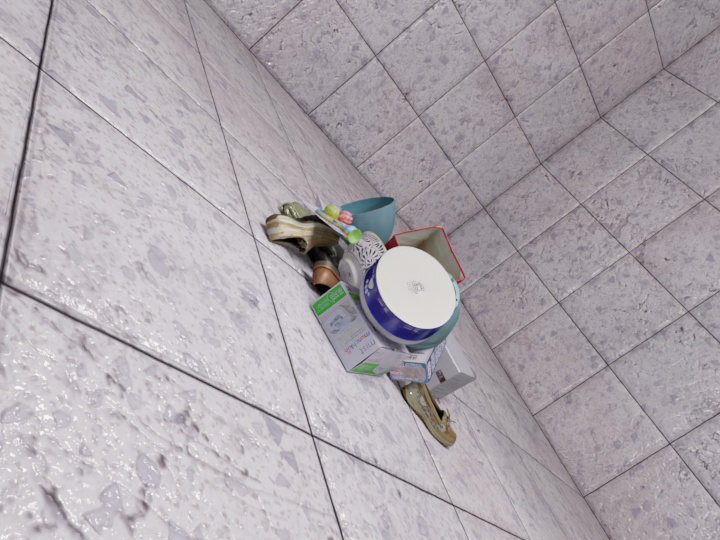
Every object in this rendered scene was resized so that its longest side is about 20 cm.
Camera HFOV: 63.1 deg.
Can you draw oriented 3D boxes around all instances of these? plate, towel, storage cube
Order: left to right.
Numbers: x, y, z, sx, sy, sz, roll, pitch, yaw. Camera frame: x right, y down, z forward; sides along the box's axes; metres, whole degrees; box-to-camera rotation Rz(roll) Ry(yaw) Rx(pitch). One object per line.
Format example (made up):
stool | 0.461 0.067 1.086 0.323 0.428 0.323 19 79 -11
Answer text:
towel | -0.138 -0.107 1.616 0.201 0.036 0.148 53 11 -3
plate | -0.083 -0.108 1.776 0.201 0.032 0.200 58 6 -33
storage cube | 0.149 0.000 1.634 0.198 0.180 0.172 -13 72 -33

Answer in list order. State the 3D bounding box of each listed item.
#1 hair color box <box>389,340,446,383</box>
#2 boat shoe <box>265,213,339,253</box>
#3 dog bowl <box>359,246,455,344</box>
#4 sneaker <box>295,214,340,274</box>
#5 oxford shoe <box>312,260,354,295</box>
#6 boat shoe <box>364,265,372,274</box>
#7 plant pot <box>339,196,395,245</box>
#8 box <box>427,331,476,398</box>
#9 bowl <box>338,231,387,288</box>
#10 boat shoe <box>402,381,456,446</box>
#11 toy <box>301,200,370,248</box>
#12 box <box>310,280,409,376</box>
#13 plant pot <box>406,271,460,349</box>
hair color box | 0.148 0.205 1.492 0.200 0.099 0.061 -47 134 -59
boat shoe | -0.134 -0.073 1.387 0.198 0.072 0.077 8 60 -33
dog bowl | 0.102 0.051 1.260 0.198 0.079 0.202 14 56 -21
sneaker | -0.084 -0.065 1.500 0.200 0.113 0.076 57 -26 23
oxford shoe | -0.055 0.062 1.419 0.200 0.071 0.072 43 42 -39
boat shoe | 0.053 0.053 1.355 0.057 0.067 0.201 45 14 -50
plant pot | 0.017 -0.129 1.759 0.200 0.198 0.136 -88 166 -72
box | 0.212 0.244 1.676 0.200 0.130 0.200 31 29 -61
bowl | 0.000 0.000 1.612 0.201 0.093 0.203 38 -44 51
boat shoe | 0.184 0.353 1.455 0.200 0.062 0.073 50 11 -15
toy | -0.052 -0.127 1.420 0.115 0.047 0.200 25 15 -38
box | 0.006 0.135 1.317 0.177 0.096 0.200 58 13 22
plant pot | 0.159 0.072 1.412 0.201 0.199 0.134 55 -28 12
